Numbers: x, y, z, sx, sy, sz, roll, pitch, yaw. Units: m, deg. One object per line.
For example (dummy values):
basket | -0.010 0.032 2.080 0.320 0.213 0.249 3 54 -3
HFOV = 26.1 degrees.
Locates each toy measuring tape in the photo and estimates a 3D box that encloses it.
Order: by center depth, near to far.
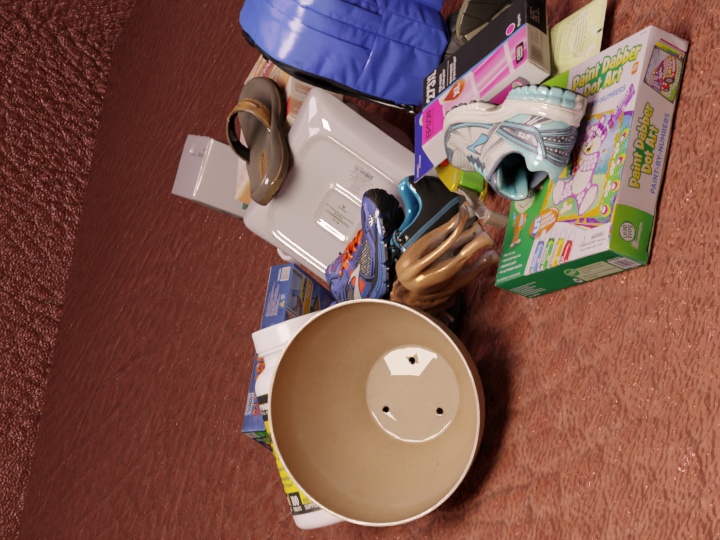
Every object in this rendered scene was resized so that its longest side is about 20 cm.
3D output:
toy measuring tape | 0.116 -0.105 1.534 0.074 0.073 0.200 -66 20 15

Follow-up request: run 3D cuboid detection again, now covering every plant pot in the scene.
plant pot | 0.030 0.122 1.432 0.202 0.199 0.134 -68 -15 10

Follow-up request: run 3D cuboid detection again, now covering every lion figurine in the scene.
lion figurine | 0.067 -0.001 1.431 0.122 0.200 0.073 -32 69 3

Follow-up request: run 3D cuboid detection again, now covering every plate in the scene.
plate | -0.018 -0.066 1.685 0.201 0.199 0.032 -58 -8 32

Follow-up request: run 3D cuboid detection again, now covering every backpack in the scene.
backpack | -0.022 -0.283 1.659 0.163 0.198 0.169 47 123 55

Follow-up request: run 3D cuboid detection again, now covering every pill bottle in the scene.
pill bottle | -0.040 0.146 1.544 0.112 0.112 0.202 -25 82 64

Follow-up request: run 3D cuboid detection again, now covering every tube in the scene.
tube | 0.174 -0.196 1.496 0.200 0.052 0.058 -28 88 58

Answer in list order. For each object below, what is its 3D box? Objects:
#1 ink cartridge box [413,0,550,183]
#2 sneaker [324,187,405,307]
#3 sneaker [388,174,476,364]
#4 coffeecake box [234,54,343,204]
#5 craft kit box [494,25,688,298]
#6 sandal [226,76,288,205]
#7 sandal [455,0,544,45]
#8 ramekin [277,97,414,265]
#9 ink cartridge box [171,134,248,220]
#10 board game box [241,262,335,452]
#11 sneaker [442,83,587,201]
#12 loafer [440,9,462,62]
ink cartridge box | 0.106 -0.176 1.511 0.200 0.037 0.095 -40 35 40
sneaker | 0.000 0.000 1.636 0.076 0.078 0.201 -67 -13 -52
sneaker | 0.060 0.000 1.570 0.073 0.081 0.202 -29 47 58
coffeecake box | -0.082 -0.191 1.829 0.154 0.073 0.201 -52 28 42
craft kit box | 0.196 -0.088 1.338 0.200 0.048 0.199 -23 49 65
sandal | -0.121 -0.149 1.711 0.082 0.054 0.201 -56 28 36
sandal | 0.156 -0.312 1.600 0.057 0.079 0.202 1 64 65
ramekin | -0.014 -0.092 1.822 0.201 0.104 0.201 -54 25 40
ink cartridge box | -0.132 -0.102 2.008 0.085 0.198 0.146 -71 19 -1
board game box | -0.067 0.111 1.748 0.034 0.135 0.202 -8 59 32
sneaker | 0.124 -0.105 1.378 0.200 0.077 0.087 162 121 -67
loafer | 0.093 -0.232 1.706 0.200 0.072 0.073 166 117 -69
